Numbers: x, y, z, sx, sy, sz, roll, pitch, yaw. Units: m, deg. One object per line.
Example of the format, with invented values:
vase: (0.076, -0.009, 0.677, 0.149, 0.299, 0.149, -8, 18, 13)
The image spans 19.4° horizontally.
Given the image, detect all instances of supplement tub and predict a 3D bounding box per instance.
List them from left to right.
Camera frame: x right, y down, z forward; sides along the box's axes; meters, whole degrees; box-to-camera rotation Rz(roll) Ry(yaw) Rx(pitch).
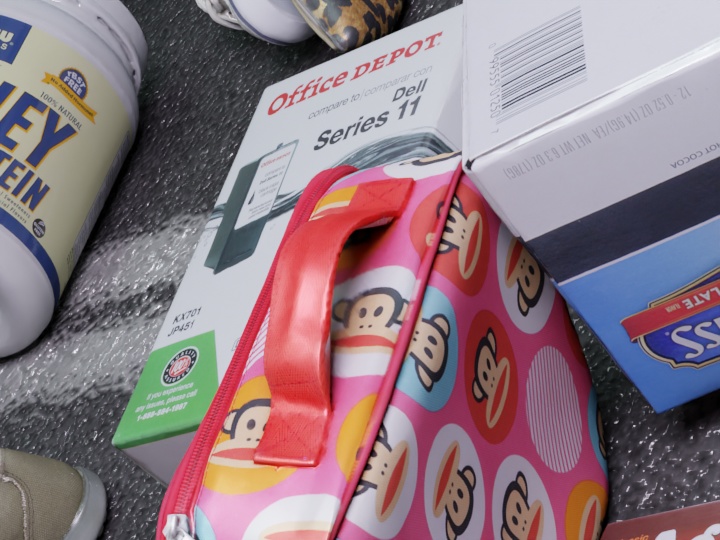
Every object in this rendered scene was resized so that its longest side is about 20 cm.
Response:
supplement tub: (-0.212, -0.067, 1.198, 0.145, 0.145, 0.200, -18, 41, 44)

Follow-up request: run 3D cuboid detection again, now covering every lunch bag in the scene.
lunch bag: (0.011, 0.061, 0.676, 0.082, 0.176, 0.200, -4, 42, 27)

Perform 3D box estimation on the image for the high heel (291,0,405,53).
high heel: (0.025, -0.193, 1.097, 0.143, 0.071, 0.200, -41, 23, 20)

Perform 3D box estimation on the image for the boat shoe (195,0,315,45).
boat shoe: (-0.061, -0.168, 1.197, 0.070, 0.071, 0.200, -47, 25, 23)

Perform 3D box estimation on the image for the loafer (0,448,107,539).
loafer: (-0.209, 0.156, 1.000, 0.200, 0.070, 0.075, -47, 28, 4)

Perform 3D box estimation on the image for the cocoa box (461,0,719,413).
cocoa box: (0.123, -0.078, 0.739, 0.133, 0.131, 0.200, -25, 35, 21)

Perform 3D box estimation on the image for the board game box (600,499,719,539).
board game box: (0.138, 0.100, 0.615, 0.200, 0.019, 0.103, -20, 29, 42)

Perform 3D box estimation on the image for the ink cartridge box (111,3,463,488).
ink cartridge box: (0.000, 0.000, 0.881, 0.146, 0.083, 0.200, -18, 41, 44)
